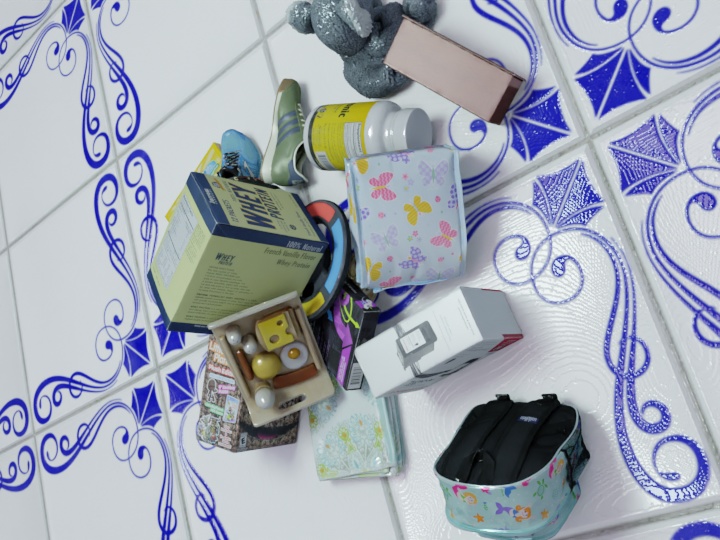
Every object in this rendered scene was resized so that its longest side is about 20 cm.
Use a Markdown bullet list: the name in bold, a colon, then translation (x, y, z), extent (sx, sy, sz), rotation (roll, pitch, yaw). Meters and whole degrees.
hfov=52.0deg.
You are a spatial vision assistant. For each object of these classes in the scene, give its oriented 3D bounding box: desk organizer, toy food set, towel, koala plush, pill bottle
- **desk organizer**: translation (0.139, -0.301, 1.114), extent (0.199, 0.072, 0.078), rotation (34, 109, 18)
- **toy food set**: translation (-0.133, 0.138, 1.140), extent (0.142, 0.202, 0.061), rotation (-21, 30, -6)
- **towel**: translation (-0.015, 0.242, 1.221), extent (0.170, 0.048, 0.203), rotation (-16, 76, 34)
- **koala plush**: translation (-0.006, -0.385, 1.178), extent (0.176, 0.199, 0.186), rotation (17, 96, 36)
- **pill bottle**: translation (0.013, -0.218, 1.205), extent (0.198, 0.111, 0.113), rotation (6, 89, 36)

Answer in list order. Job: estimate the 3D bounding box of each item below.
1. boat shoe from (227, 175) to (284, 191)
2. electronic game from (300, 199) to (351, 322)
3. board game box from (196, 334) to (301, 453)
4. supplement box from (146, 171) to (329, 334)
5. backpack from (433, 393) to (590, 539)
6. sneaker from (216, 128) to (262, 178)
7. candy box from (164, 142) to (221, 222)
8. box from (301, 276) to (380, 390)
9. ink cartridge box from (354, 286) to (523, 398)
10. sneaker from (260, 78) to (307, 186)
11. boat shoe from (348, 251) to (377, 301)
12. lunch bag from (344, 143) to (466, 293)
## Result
- **boat shoe**: translation (-0.186, -0.130, 1.276), extent (0.063, 0.201, 0.074), rotation (45, 103, 5)
- **electronic game**: translation (-0.079, -0.016, 1.196), extent (0.199, 0.041, 0.202), rotation (-22, 62, 48)
- **board game box**: translation (-0.183, 0.197, 1.280), extent (0.096, 0.159, 0.203), rotation (7, 90, 35)
- **supplement box**: translation (-0.193, -0.018, 1.145), extent (0.201, 0.198, 0.135), rotation (-60, 44, 26)
- **backpack**: translation (0.195, 0.267, 0.971), extent (0.176, 0.199, 0.152), rotation (-5, 103, 35)
- **sneaker**: translation (-0.227, -0.185, 1.375), extent (0.078, 0.090, 0.202), rotation (-19, 65, 9)
- **candy box**: translation (-0.320, -0.150, 1.497), extent (0.200, 0.026, 0.102), rotation (-51, 58, 21)
- **box**: translation (-0.042, 0.079, 1.205), extent (0.200, 0.036, 0.144), rotation (45, 129, 51)
- **ink cartridge box**: translation (0.113, 0.107, 1.077), extent (0.199, 0.145, 0.084), rotation (-34, 70, 29)
- **sneaker**: translation (-0.115, -0.246, 1.338), extent (0.089, 0.067, 0.203), rotation (9, 81, 15)
- **boat shoe**: translation (0.000, 0.000, 1.221), extent (0.071, 0.064, 0.201), rotation (41, 110, 32)
- **lunch bag**: translation (0.066, -0.077, 1.102), extent (0.167, 0.127, 0.203), rotation (-9, 101, -2)
